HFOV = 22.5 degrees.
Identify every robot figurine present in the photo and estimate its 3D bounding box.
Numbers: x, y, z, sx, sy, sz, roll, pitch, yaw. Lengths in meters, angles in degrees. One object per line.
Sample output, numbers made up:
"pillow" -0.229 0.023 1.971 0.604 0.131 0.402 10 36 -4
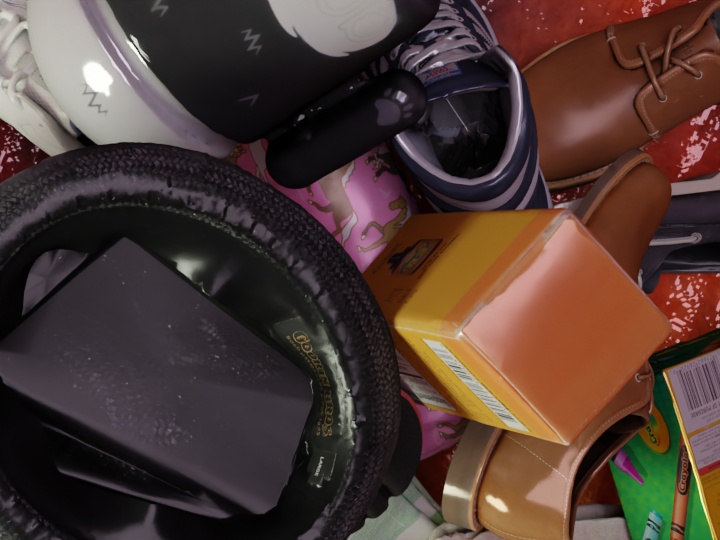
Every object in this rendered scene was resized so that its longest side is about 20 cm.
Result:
"robot figurine" -0.046 -0.127 0.766 0.200 0.125 0.151 -32 60 17

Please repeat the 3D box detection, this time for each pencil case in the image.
"pencil case" 0.000 0.000 0.887 0.083 0.087 0.200 -26 95 8

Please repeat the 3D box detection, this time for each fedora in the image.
"fedora" -0.086 0.043 0.739 0.200 0.092 0.201 -1 96 -13

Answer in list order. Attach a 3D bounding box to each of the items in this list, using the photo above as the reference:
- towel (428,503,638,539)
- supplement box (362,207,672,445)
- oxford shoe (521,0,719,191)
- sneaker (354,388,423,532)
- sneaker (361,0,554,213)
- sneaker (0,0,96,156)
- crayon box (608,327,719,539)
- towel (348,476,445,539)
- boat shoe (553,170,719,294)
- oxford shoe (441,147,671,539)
"towel" 0.102 0.183 0.887 0.200 0.034 0.133 4 93 -38
"supplement box" 0.049 0.019 0.750 0.069 0.200 0.067 45 80 -14
"oxford shoe" 0.147 -0.102 0.923 0.200 0.071 0.071 -26 85 -13
"sneaker" -0.063 0.115 0.831 0.200 0.087 0.074 -39 123 -8
"sneaker" 0.034 -0.098 0.853 0.070 0.109 0.200 -25 64 4
"sneaker" -0.153 -0.098 0.854 0.200 0.087 0.075 35 88 -8
"crayon box" 0.216 0.081 0.915 0.200 0.058 0.119 -18 92 -36
"towel" 0.030 0.204 0.877 0.200 0.023 0.153 45 74 -32
"boat shoe" 0.143 -0.011 0.929 0.199 0.073 0.063 -11 88 -18
"oxford shoe" 0.110 0.038 0.839 0.071 0.071 0.200 18 74 23
